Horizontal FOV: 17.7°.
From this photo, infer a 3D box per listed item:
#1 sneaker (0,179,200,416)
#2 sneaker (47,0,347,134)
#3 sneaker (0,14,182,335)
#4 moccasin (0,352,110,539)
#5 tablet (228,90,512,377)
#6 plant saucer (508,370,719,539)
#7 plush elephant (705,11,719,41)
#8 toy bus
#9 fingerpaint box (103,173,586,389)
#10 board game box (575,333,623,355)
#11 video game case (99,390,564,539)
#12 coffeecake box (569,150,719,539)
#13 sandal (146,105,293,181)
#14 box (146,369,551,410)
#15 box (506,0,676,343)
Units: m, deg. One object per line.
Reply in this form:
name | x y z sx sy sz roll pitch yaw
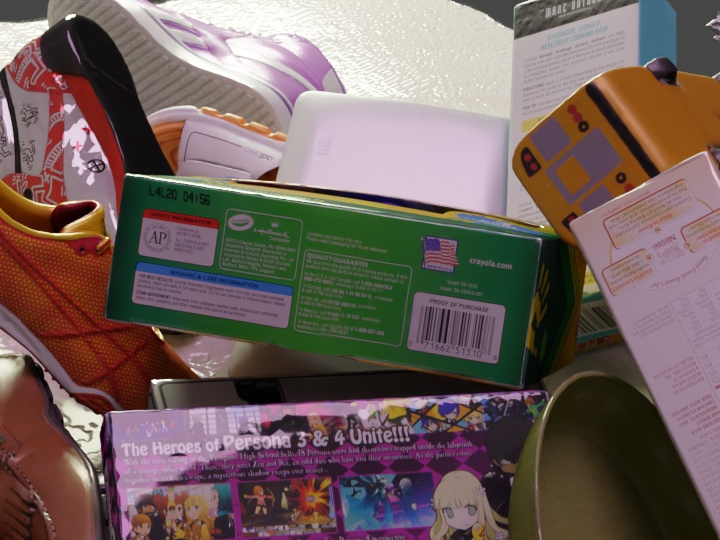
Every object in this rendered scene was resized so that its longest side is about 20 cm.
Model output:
sneaker | -0.134 0.014 1.129 0.200 0.077 0.073 43 4 -29
sneaker | -0.099 -0.132 1.477 0.200 0.073 0.114 32 34 20
sneaker | -0.161 -0.034 1.302 0.067 0.108 0.202 10 52 -57
moccasin | -0.160 0.104 1.063 0.077 0.074 0.202 -14 38 -19
tablet | 0.011 -0.012 1.242 0.129 0.014 0.201 8 55 6
plant saucer | 0.115 0.142 0.979 0.031 0.200 0.200 -22 19 27
plush elephant | 0.224 -0.041 1.304 0.155 0.200 0.164 -49 28 -16
toy bus | 0.152 -0.053 1.132 0.065 0.078 0.200 54 21 15
fingerpaint box | 0.000 0.000 1.114 0.199 0.074 0.167 9 4 13
board game box | 0.053 0.027 1.279 0.199 0.030 0.095 -17 39 -30
video game case | -0.004 0.144 0.973 0.199 0.036 0.182 -3 68 -14
coffeecake box | 0.181 0.069 1.031 0.073 0.153 0.201 -28 65 10
sandal | -0.050 -0.036 1.308 0.206 0.079 0.059 14 51 22
box | 0.002 0.103 1.106 0.199 0.060 0.117 -2 32 -13
box | 0.127 -0.062 1.261 0.082 0.049 0.201 -14 56 30
